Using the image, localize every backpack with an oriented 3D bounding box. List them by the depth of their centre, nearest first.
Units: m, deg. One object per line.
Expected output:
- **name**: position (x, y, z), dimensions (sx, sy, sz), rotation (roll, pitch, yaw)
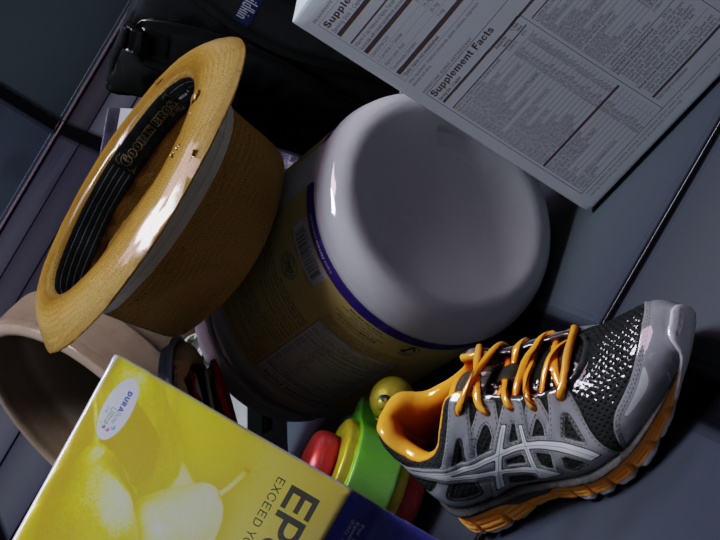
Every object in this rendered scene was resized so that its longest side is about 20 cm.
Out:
- **backpack**: position (-0.026, -0.144, 1.241), dimensions (0.164, 0.199, 0.154), rotation (-66, -5, 26)

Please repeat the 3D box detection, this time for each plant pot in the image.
- **plant pot**: position (-0.142, 0.059, 1.489), dimensions (0.175, 0.200, 0.200), rotation (-47, 9, -31)

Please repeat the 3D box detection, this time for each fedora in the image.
- **fedora**: position (-0.101, -0.030, 1.147), dimensions (0.201, 0.082, 0.201), rotation (-47, 23, 27)

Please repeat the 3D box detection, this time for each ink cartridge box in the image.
- **ink cartridge box**: position (-0.086, 0.176, 1.045), dimensions (0.198, 0.199, 0.047), rotation (-61, -16, -5)

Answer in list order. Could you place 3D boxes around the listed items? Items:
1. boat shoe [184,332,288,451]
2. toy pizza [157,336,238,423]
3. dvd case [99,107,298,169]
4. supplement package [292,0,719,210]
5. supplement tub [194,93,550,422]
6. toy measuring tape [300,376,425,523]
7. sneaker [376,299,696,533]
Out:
- **boat shoe**: position (-0.084, 0.061, 1.316), dimensions (0.063, 0.071, 0.201), rotation (4, 92, 29)
- **toy pizza**: position (-0.078, 0.134, 1.179), dimensions (0.032, 0.201, 0.200), rotation (-11, 25, 2)
- **dvd case**: position (-0.086, -0.045, 1.430), dimensions (0.016, 0.199, 0.149), rotation (88, -174, -57)
- **supplement package**: position (0.091, -0.171, 1.123), dimensions (0.151, 0.200, 0.152), rotation (-48, 20, 33)
- **supplement tub**: position (0.000, 0.000, 1.190), dimensions (0.200, 0.145, 0.146), rotation (-36, 28, 54)
- **toy measuring tape**: position (-0.016, 0.151, 1.120), dimensions (0.201, 0.073, 0.074), rotation (-67, 16, 4)
- **sneaker**: position (0.080, 0.063, 0.965), dimensions (0.200, 0.077, 0.078), rotation (-39, 24, 47)
